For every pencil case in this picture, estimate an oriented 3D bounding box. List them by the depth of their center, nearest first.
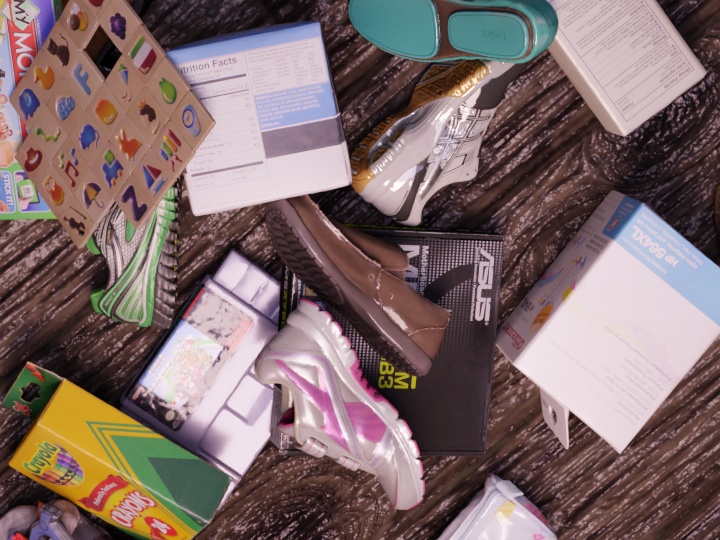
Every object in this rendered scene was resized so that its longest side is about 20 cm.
[{"bbox_3d":[0.083,0.275,1.653,0.200,0.083,0.091,-46,121,2],"label":"pencil case"}]

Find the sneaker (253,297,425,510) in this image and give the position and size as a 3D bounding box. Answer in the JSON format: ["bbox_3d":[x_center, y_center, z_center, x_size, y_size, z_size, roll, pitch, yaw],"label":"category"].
[{"bbox_3d":[-0.021,0.124,1.556,0.088,0.081,0.200,-36,100,-8],"label":"sneaker"}]

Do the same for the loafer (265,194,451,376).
[{"bbox_3d":[0.000,0.000,1.550,0.200,0.073,0.071,47,72,-21],"label":"loafer"}]

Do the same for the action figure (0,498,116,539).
[{"bbox_3d":[-0.242,0.275,1.636,0.193,0.105,0.200,30,127,2],"label":"action figure"}]

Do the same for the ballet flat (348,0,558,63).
[{"bbox_3d":[0.083,-0.210,1.572,0.199,0.070,0.068,14,114,38],"label":"ballet flat"}]

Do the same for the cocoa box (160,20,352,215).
[{"bbox_3d":[-0.085,-0.130,1.523,0.133,0.200,0.132,-11,98,-2],"label":"cocoa box"}]

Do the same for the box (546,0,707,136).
[{"bbox_3d":[0.197,-0.222,1.594,0.095,0.078,0.200,-36,99,0],"label":"box"}]

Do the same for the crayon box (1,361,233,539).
[{"bbox_3d":[-0.221,0.163,1.591,0.199,0.127,0.051,31,61,-7],"label":"crayon box"}]

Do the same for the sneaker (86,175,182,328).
[{"bbox_3d":[-0.195,-0.050,1.588,0.085,0.078,0.201,3,98,-4],"label":"sneaker"}]

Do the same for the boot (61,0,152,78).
[{"bbox_3d":[-0.276,-0.241,1.570,0.199,0.069,0.189,19,109,-2],"label":"boot"}]

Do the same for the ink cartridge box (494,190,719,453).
[{"bbox_3d":[0.213,0.051,1.609,0.125,0.129,0.200,39,93,-8],"label":"ink cartridge box"}]

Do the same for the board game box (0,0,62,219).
[{"bbox_3d":[-0.307,-0.141,1.557,0.134,0.029,0.201,-1,111,8],"label":"board game box"}]

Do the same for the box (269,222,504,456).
[{"bbox_3d":[0.023,0.061,1.619,0.192,0.048,0.201,3,97,-16],"label":"box"}]

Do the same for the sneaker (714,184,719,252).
[{"bbox_3d":[0.378,0.009,1.653,0.089,0.067,0.201,-16,99,-10],"label":"sneaker"}]

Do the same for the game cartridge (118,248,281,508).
[{"bbox_3d":[-0.121,0.095,1.638,0.129,0.038,0.200,34,94,-13],"label":"game cartridge"}]

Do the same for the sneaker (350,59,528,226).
[{"bbox_3d":[0.081,-0.124,1.612,0.200,0.076,0.088,-43,117,4],"label":"sneaker"}]

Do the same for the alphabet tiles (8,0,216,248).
[{"bbox_3d":[-0.207,-0.115,1.475,0.167,0.008,0.200,53,130,15],"label":"alphabet tiles"}]
